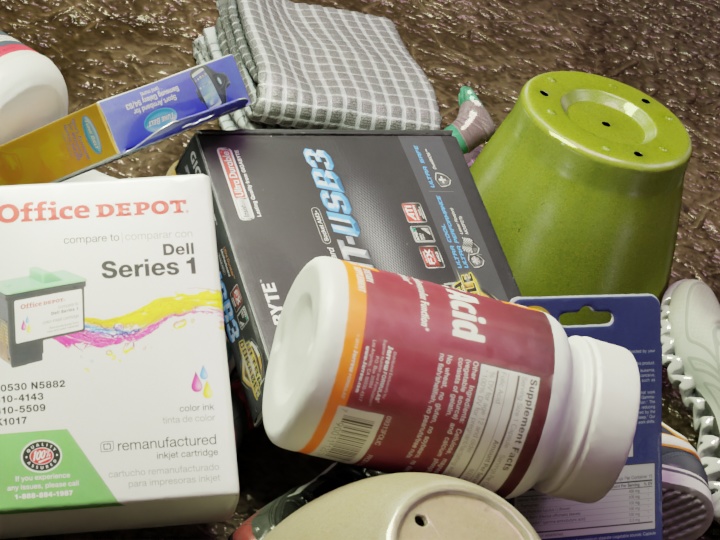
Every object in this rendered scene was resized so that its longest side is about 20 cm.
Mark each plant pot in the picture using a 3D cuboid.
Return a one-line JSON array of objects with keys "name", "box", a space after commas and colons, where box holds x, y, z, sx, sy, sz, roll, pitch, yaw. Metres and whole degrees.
[{"name": "plant pot", "box": [0.150, -0.034, 1.639, 0.200, 0.193, 0.200, 14, 31, -8]}, {"name": "plant pot", "box": [0.034, 0.189, 1.232, 0.200, 0.135, 0.200, 12, 50, -15]}]

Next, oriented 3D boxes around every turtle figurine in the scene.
[{"name": "turtle figurine", "box": [0.006, -0.058, 1.686, 0.200, 0.150, 0.101, -27, 83, -14]}]

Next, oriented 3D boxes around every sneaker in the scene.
[{"name": "sneaker", "box": [0.138, 0.123, 1.501, 0.200, 0.078, 0.079, 19, 34, -15]}, {"name": "sneaker", "box": [0.002, 0.140, 1.381, 0.200, 0.098, 0.071, -14, 46, -40]}, {"name": "sneaker", "box": [0.266, 0.085, 1.574, 0.075, 0.081, 0.200, 20, 44, -39]}]

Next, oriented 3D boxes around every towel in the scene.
[{"name": "towel", "box": [-0.034, -0.158, 1.835, 0.165, 0.086, 0.200, 7, 33, -21]}]

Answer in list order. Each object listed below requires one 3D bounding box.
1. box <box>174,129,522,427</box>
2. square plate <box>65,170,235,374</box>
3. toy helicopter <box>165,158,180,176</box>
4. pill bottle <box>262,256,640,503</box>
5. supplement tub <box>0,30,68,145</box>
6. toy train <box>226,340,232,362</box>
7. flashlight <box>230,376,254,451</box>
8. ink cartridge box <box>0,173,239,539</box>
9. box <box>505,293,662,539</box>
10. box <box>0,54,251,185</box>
[{"name": "box", "box": [0.000, 0.000, 1.438, 0.198, 0.050, 0.200, -1, 56, -30]}, {"name": "square plate", "box": [-0.160, -0.005, 1.586, 0.200, 0.028, 0.198, 23, 32, 5]}, {"name": "toy helicopter", "box": [-0.043, -0.046, 1.580, 0.200, 0.132, 0.079, 18, 8, 14]}, {"name": "pill bottle", "box": [0.053, 0.068, 1.306, 0.200, 0.114, 0.114, 14, 31, -15]}, {"name": "supplement tub", "box": [-0.320, -0.129, 1.583, 0.200, 0.140, 0.140, 32, 34, 19]}, {"name": "toy train", "box": [-0.191, 0.033, 1.479, 0.200, 0.056, 0.150, 33, 39, 18]}, {"name": "flashlight", "box": [-0.065, 0.083, 1.461, 0.068, 0.068, 0.200, 35, 36, 24]}, {"name": "ink cartridge box", "box": [-0.154, 0.050, 1.331, 0.145, 0.084, 0.200, -4, 72, -9]}, {"name": "box", "box": [0.135, 0.115, 1.415, 0.121, 0.200, 0.032, -1, 2, -29]}, {"name": "box", "box": [-0.163, -0.090, 1.452, 0.119, 0.200, 0.042, -26, 94, -43]}]
